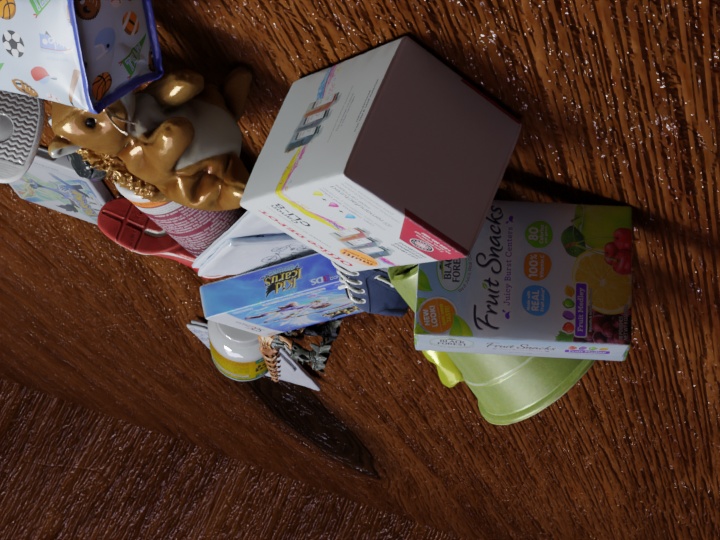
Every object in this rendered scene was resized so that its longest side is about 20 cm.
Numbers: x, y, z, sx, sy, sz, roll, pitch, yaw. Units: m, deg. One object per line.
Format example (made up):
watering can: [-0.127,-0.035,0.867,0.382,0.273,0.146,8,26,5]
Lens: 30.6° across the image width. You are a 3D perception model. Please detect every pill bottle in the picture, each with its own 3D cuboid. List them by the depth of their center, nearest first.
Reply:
pill bottle: [-0.185,-0.084,1.525,0.114,0.114,0.200,10,157,35]
pill bottle: [-0.178,0.096,2.023,0.113,0.113,0.200,22,161,3]

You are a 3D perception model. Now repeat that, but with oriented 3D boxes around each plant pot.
plant pot: [0.136,0.024,1.372,0.190,0.200,0.200,43,156,-17]

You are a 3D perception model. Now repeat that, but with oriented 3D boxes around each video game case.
video game case: [-0.065,0.028,1.596,0.200,0.046,0.181,-15,166,17]
video game case: [-0.434,-0.125,1.856,0.182,0.022,0.200,19,162,14]

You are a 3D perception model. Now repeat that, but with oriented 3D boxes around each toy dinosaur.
toy dinosaur: [-0.100,0.080,1.888,0.136,0.102,0.200,19,151,3]

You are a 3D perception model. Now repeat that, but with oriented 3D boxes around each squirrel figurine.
squirrel figurine: [-0.223,-0.130,1.287,0.186,0.142,0.200,8,166,-33]

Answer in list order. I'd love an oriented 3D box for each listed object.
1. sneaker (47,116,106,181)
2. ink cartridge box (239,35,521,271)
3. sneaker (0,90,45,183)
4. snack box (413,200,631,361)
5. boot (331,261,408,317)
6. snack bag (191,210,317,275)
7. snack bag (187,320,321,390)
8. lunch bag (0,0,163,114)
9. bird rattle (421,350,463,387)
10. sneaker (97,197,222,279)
sneaker: [-0.295,-0.147,1.473,0.088,0.076,0.200,71,164,-7]
ink cartridge box: [0.014,-0.097,1.199,0.145,0.145,0.200,31,161,-25]
sneaker: [-0.366,-0.178,1.382,0.074,0.201,0.118,-2,168,-9]
snack box: [0.154,0.008,1.245,0.200,0.142,0.053,3,158,4]
boot: [0.000,0.000,1.430,0.200,0.090,0.073,15,-155,-40]
snack bag: [-0.069,-0.037,1.480,0.188,0.021,0.200,-2,160,-30]
snack bag: [-0.185,0.152,2.309,0.188,0.021,0.200,12,158,28]
lunch bag: [-0.278,-0.252,1.130,0.170,0.124,0.200,15,127,25]
bird rattle: [0.153,0.055,1.599,0.163,0.113,0.200,9,147,6]
sneaker: [-0.265,-0.031,1.831,0.200,0.078,0.116,21,160,11]
